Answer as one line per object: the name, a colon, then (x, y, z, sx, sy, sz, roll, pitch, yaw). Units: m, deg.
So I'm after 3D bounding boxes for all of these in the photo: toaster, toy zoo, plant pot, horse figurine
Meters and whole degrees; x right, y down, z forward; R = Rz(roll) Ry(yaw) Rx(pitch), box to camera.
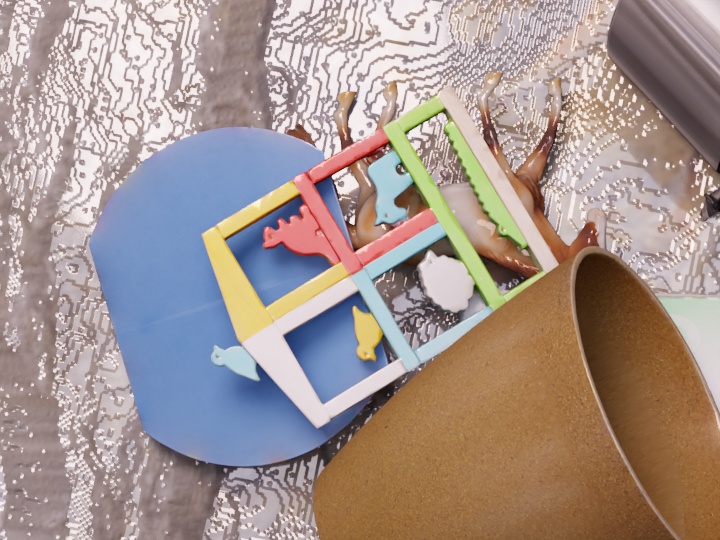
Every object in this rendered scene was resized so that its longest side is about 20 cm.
toaster: (0.238, -0.151, 1.185, 0.200, 0.181, 0.119, -44, 80, -4)
toy zoo: (0.000, 0.000, 1.194, 0.200, 0.020, 0.131, -30, 88, -4)
plant pot: (0.080, 0.113, 1.135, 0.200, 0.186, 0.187, -27, 82, 23)
horse figurine: (0.050, -0.049, 1.243, 0.199, 0.050, 0.133, -3, 82, 2)

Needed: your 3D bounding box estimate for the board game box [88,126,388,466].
board game box: (-0.070, 0.016, 1.245, 0.158, 0.039, 0.201, -18, 86, 15)

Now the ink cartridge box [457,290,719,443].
ink cartridge box: (0.136, 0.113, 1.223, 0.160, 0.050, 0.201, 1, 81, 3)

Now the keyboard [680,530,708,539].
keyboard: (0.176, 0.254, 1.128, 0.127, 0.021, 0.200, 29, 98, 43)
